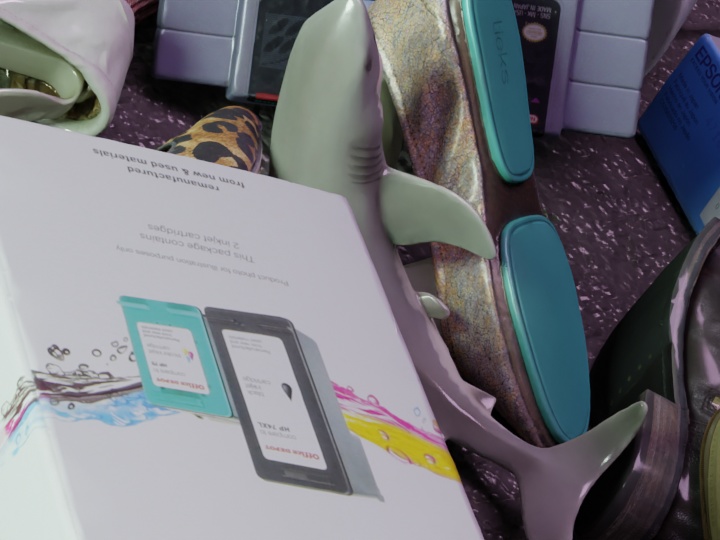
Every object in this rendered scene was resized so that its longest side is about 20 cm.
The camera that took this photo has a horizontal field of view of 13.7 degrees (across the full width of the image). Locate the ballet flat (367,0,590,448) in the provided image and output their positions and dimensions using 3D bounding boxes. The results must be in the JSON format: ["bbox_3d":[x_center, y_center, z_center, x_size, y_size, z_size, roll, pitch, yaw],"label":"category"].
[{"bbox_3d":[0.041,-0.020,1.171,0.068,0.067,0.200,-1,80,-60],"label":"ballet flat"}]

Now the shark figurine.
[{"bbox_3d":[0.002,0.020,1.105,0.089,0.128,0.215,-30,90,-41],"label":"shark figurine"}]

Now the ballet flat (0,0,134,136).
[{"bbox_3d":[-0.171,-0.093,1.104,0.200,0.069,0.069,14,38,-30],"label":"ballet flat"}]

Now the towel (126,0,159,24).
[{"bbox_3d":[-0.143,-0.184,1.280,0.200,0.023,0.144,38,34,9],"label":"towel"}]

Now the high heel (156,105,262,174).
[{"bbox_3d":[-0.118,-0.039,1.059,0.143,0.071,0.200,40,41,-3],"label":"high heel"}]

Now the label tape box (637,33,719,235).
[{"bbox_3d":[0.243,-0.025,1.378,0.200,0.066,0.143,8,41,-33],"label":"label tape box"}]

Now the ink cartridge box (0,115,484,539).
[{"bbox_3d":[-0.069,0.083,0.879,0.146,0.147,0.200,12,39,-33],"label":"ink cartridge box"}]

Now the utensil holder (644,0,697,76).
[{"bbox_3d":[0.093,-0.179,1.349,0.170,0.170,0.200,33,34,-2],"label":"utensil holder"}]

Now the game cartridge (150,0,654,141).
[{"bbox_3d":[0.021,-0.124,1.208,0.200,0.130,0.038,7,2,-6],"label":"game cartridge"}]

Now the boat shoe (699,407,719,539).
[{"bbox_3d":[0.164,0.127,1.060,0.072,0.068,0.200,8,63,-22],"label":"boat shoe"}]

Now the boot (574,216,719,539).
[{"bbox_3d":[0.175,0.085,1.179,0.174,0.069,0.200,29,43,-9],"label":"boot"}]
